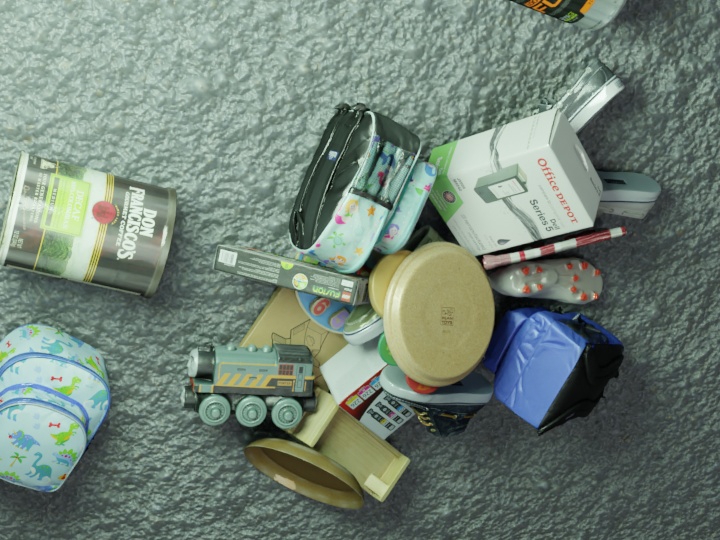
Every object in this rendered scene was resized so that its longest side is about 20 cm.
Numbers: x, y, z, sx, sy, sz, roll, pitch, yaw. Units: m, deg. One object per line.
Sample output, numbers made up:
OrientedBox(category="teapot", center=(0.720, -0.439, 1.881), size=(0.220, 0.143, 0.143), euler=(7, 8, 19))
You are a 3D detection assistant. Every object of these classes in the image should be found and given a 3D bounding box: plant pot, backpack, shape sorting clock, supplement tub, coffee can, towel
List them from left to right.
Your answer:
OrientedBox(category="backpack", center=(-0.441, 0.193, 1.530), size=(0.182, 0.147, 0.201), euler=(27, 106, -27))
OrientedBox(category="coffee can", center=(-0.349, -0.056, 1.421), size=(0.198, 0.147, 0.148), euler=(13, 114, -19))
OrientedBox(category="plant pot", center=(-0.081, 0.302, 1.676), size=(0.200, 0.199, 0.028), euler=(40, 62, -27))
OrientedBox(category="backpack", center=(-0.005, -0.096, 1.451), size=(0.150, 0.177, 0.201), euler=(30, 88, -22))
OrientedBox(category="shape sorting clock", center=(0.000, 0.000, 1.584), size=(0.198, 0.039, 0.202), euler=(-8, 111, -19))
OrientedBox(category="supplement tub", center=(0.235, -0.389, 1.402), size=(0.198, 0.123, 0.123), euler=(15, 113, -20))
OrientedBox(category="towel", center=(0.267, -0.033, 1.577), size=(0.198, 0.144, 0.023), euler=(-14, 90, 3))
OrientedBox(category="backpack", center=(0.296, 0.130, 1.670), size=(0.199, 0.168, 0.163), euler=(4, 124, -53))

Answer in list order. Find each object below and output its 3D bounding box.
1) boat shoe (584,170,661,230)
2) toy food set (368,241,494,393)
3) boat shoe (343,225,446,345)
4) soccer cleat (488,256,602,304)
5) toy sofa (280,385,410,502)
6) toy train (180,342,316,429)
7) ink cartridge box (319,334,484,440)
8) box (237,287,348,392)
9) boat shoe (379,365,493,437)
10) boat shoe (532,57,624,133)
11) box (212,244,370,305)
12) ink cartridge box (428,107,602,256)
OrientedBox(category="boat shoe", center=(0.332, -0.100, 1.615), size=(0.200, 0.075, 0.087), euler=(1, 127, -22))
OrientedBox(category="toy food set", center=(0.102, 0.062, 1.503), size=(0.199, 0.048, 0.200), euler=(-14, 99, -35))
OrientedBox(category="boat shoe", center=(0.043, 0.019, 1.558), size=(0.200, 0.072, 0.062), euler=(-45, 115, -10))
OrientedBox(category="soccer cleat", center=(0.279, 0.013, 1.663), size=(0.198, 0.077, 0.070), euler=(4, 89, -35))
OrientedBox(category="toy sofa", center=(-0.024, 0.262, 1.703), size=(0.200, 0.097, 0.083), euler=(44, 76, -35))
OrientedBox(category="toy train", center=(-0.156, 0.160, 1.597), size=(0.198, 0.085, 0.115), euler=(4, 103, -14))
OrientedBox(category="ink cartridge box", center=(0.073, 0.146, 1.643), size=(0.200, 0.084, 0.175), euler=(-40, 135, 9))
OrientedBox(category="box", center=(-0.093, 0.118, 1.647), size=(0.163, 0.021, 0.201), euler=(28, 107, -26))
OrientedBox(category="boat shoe", center=(0.096, 0.190, 1.583), size=(0.199, 0.071, 0.091), euler=(10, 121, -36))
OrientedBox(category="boat shoe", center=(0.270, -0.209, 1.541), size=(0.068, 0.072, 0.200), euler=(48, 116, 5))
OrientedBox(category="box", center=(-0.085, 0.005, 1.489), size=(0.198, 0.110, 0.035), euler=(14, 93, 14))
OrientedBox(category="ink cartridge box", center=(0.206, -0.115, 1.508), size=(0.199, 0.084, 0.146), euler=(-15, 126, 34))
